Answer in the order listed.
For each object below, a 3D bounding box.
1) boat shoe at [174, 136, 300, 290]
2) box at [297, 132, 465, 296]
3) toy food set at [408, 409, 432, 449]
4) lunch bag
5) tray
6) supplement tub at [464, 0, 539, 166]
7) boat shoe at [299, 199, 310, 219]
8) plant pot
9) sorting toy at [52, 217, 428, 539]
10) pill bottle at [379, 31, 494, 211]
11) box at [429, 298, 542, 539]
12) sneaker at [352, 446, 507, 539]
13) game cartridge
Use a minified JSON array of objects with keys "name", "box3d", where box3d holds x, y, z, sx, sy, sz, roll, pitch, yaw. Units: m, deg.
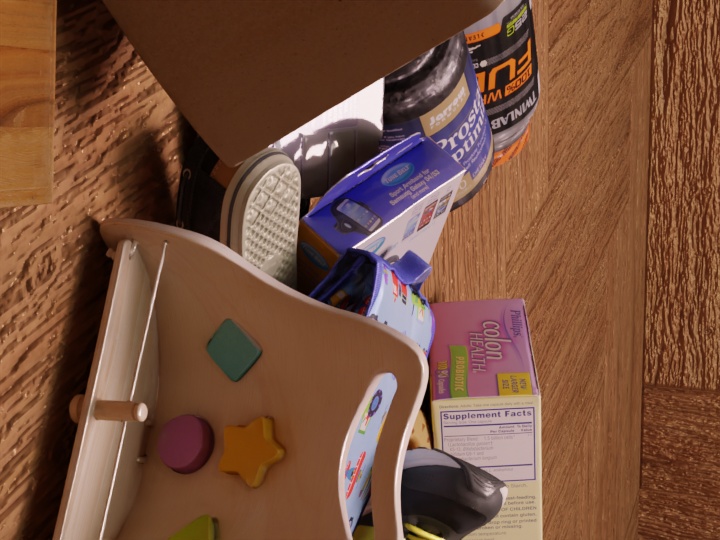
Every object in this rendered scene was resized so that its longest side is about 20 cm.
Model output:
[{"name":"boat shoe","box3d":[-0.079,0.006,0.846,0.074,0.062,0.202,-35,146,-41]},{"name":"box","box3d":[0.000,0.000,0.941,0.119,0.041,0.201,-36,160,-34]},{"name":"toy food set","box3d":[0.012,0.135,1.181,0.198,0.048,0.202,-51,142,-60]},{"name":"lunch bag","box3d":[-0.016,0.077,0.887,0.201,0.094,0.151,-56,158,-2]},{"name":"tray","box3d":[-0.181,-0.071,0.560,0.200,0.037,0.100,-17,111,-72]},{"name":"supplement tub","box3d":[0.086,-0.189,1.214,0.201,0.121,0.123,75,26,-45]},{"name":"boat shoe","box3d":[-0.039,-0.127,0.936,0.072,0.067,0.203,-33,127,-70]},{"name":"plant pot","box3d":[-0.039,-0.206,0.693,0.177,0.199,0.201,39,49,-24]},{"name":"sorting toy","box3d":[-0.058,0.090,0.746,0.107,0.178,0.202,48,50,-65]},{"name":"pill bottle","box3d":[0.031,-0.135,1.076,0.200,0.110,0.113,64,35,-58]},{"name":"box","box3d":[0.115,0.157,1.360,0.176,0.095,0.202,-87,174,-63]},{"name":"sneaker","box3d":[0.030,0.181,0.954,0.200,0.074,0.085,-43,-156,54]},{"name":"game cartridge","box3d":[-0.040,-0.143,0.875,0.129,0.038,0.203,-11,109,-41]}]
